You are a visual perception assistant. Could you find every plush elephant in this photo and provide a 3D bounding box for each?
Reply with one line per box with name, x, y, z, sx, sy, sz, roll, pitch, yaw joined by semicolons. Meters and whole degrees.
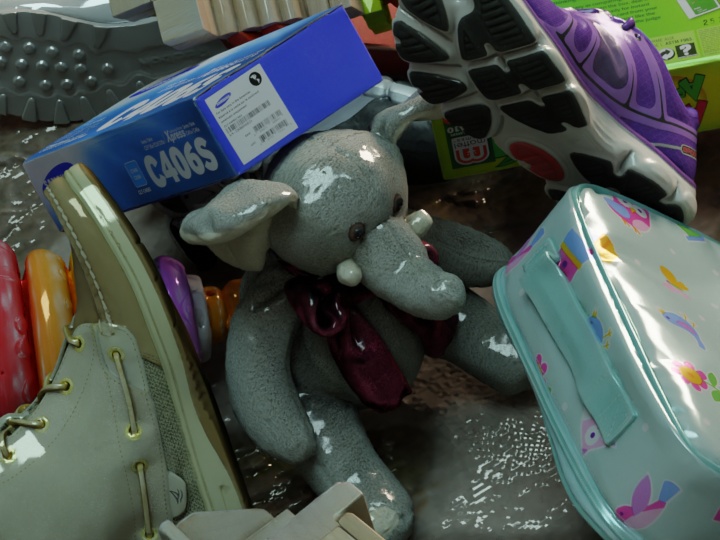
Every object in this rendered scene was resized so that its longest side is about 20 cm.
plush elephant;0.000;0.000;1.223;0.165;0.155;0.200;-37;73;-23

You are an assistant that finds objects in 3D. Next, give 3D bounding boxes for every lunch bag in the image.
lunch bag;0.143;0.056;1.161;0.077;0.160;0.200;-53;36;26

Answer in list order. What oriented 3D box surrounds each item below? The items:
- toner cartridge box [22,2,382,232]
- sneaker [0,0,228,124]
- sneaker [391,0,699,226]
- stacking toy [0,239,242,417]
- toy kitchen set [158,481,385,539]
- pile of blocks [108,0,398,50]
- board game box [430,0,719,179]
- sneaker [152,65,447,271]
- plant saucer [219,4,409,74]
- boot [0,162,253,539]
toner cartridge box;-0.080;-0.071;1.271;0.095;0.043;0.200;-34;10;-29
sneaker;-0.143;-0.139;1.506;0.199;0.077;0.081;-3;43;0
sneaker;0.088;-0.094;1.203;0.080;0.200;0.084;-7;56;38
stacking toy;-0.115;0.027;1.322;0.199;0.110;0.116;-9;26;-9
toy kitchen set;0.041;0.124;1.093;0.180;0.200;0.163;-38;48;-20
pile of blocks;-0.032;-0.136;1.361;0.199;0.082;0.062;-11;79;-17
board game box;0.130;-0.113;1.309;0.199;0.048;0.102;-10;46;4
sneaker;-0.040;-0.042;1.384;0.199;0.075;0.116;7;53;36
plant saucer;0.004;-0.172;1.474;0.199;0.037;0.200;2;43;-13
boot;-0.149;0.065;1.229;0.154;0.201;0.072;-21;10;-1
